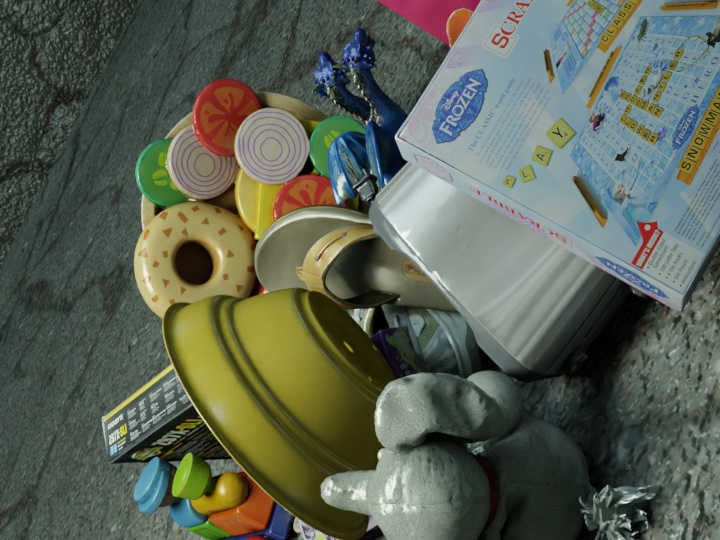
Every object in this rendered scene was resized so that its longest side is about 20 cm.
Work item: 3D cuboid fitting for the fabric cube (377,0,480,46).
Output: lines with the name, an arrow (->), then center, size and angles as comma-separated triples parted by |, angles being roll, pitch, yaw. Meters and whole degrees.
fabric cube -> 0.095, -0.330, 1.296 | 0.200, 0.198, 0.197 | -50, 25, 29

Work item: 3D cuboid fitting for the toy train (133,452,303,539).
toy train -> -0.105, 0.188, 1.265 | 0.199, 0.115, 0.085 | -26, 42, 56

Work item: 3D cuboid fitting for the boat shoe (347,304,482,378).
boat shoe -> 0.028, 0.048, 1.164 | 0.202, 0.064, 0.075 | -143, 39, -62

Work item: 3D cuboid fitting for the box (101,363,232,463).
box -> -0.108, 0.114, 1.294 | 0.200, 0.158, 0.050 | -36, 58, 49

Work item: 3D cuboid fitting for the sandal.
sandal -> 0.000, 0.000, 1.111 | 0.198, 0.081, 0.054 | 8, 30, 30

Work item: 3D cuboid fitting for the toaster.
toaster -> 0.100, -0.034, 0.988 | 0.129, 0.113, 0.200 | -48, 69, 17

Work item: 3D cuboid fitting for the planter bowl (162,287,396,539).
planter bowl -> -0.033, 0.074, 1.003 | 0.083, 0.200, 0.201 | -41, 27, 13

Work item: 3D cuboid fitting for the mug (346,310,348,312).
mug -> -0.084, -0.001, 1.308 | 0.133, 0.199, 0.179 | -8, 54, 65

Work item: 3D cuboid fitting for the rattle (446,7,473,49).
rattle -> 0.097, -0.087, 1.161 | 0.201, 0.129, 0.144 | -114, 11, -46

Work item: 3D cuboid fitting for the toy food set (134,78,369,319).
toy food set -> -0.082, -0.050, 1.202 | 0.049, 0.197, 0.201 | 166, 108, -78

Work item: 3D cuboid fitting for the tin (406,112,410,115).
tin -> 0.047, -0.075, 1.331 | 0.113, 0.042, 0.200 | -64, 22, 8

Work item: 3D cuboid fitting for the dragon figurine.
dragon figurine -> 0.013, -0.080, 1.151 | 0.059, 0.099, 0.203 | -18, 71, 44

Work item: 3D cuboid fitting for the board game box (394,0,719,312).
board game box -> 0.155, -0.110, 0.907 | 0.201, 0.198, 0.041 | -57, -16, -9

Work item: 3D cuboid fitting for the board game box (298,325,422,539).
board game box -> -0.003, 0.134, 1.113 | 0.200, 0.032, 0.121 | -43, 57, 53

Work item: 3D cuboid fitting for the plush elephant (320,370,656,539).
plush elephant -> 0.053, 0.137, 0.897 | 0.199, 0.153, 0.167 | -8, 75, 56
